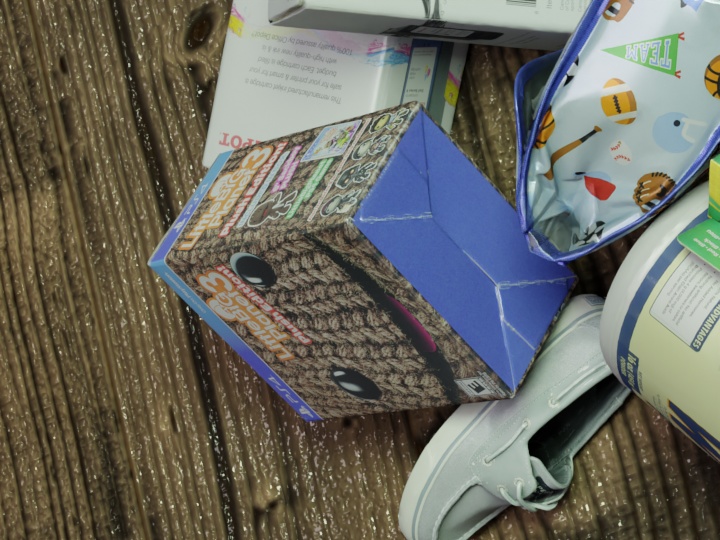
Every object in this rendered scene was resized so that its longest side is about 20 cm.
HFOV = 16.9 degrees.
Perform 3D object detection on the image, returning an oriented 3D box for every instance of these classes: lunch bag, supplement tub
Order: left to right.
[{"bbox_3d":[0.164,-0.102,1.368,0.124,0.170,0.200,33,109,10],"label":"lunch bag"},{"bbox_3d":[0.245,0.053,1.319,0.200,0.145,0.145,41,111,34],"label":"supplement tub"}]

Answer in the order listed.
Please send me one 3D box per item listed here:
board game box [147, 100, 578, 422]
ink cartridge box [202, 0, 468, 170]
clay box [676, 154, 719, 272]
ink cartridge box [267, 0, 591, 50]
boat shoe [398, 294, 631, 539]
[{"bbox_3d":[0.000,0.000,1.477,0.200,0.159,0.097,-11,40,51],"label":"board game box"},{"bbox_3d":[-0.011,-0.146,1.584,0.145,0.087,0.200,15,94,40],"label":"ink cartridge box"},{"bbox_3d":[0.274,-0.049,1.281,0.115,0.200,0.048,38,148,35],"label":"clay box"},{"bbox_3d":[0.049,-0.215,1.462,0.083,0.200,0.145,174,99,-71],"label":"ink cartridge box"},{"bbox_3d":[0.099,0.108,1.481,0.201,0.070,0.072,-53,51,19],"label":"boat shoe"}]
